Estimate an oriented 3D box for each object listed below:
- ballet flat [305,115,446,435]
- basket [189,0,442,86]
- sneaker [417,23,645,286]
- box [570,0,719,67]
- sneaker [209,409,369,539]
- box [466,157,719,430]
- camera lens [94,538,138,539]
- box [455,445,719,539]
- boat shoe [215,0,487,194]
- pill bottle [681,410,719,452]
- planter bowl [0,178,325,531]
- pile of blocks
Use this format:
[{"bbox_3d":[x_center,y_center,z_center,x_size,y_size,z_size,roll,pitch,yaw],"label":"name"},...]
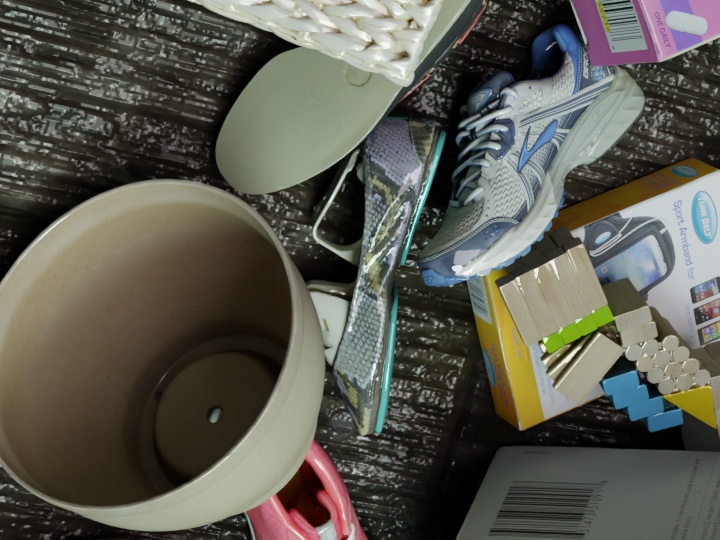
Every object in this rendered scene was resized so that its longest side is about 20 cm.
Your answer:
[{"bbox_3d":[0.000,0.000,1.700,0.072,0.072,0.200,5,104,-27],"label":"ballet flat"},{"bbox_3d":[-0.034,-0.215,1.501,0.200,0.198,0.161,22,100,-6],"label":"basket"},{"bbox_3d":[0.085,-0.072,1.695,0.085,0.077,0.200,50,58,-19],"label":"sneaker"},{"bbox_3d":[0.212,-0.238,1.674,0.200,0.097,0.176,-23,100,-18],"label":"box"},{"bbox_3d":[-0.034,0.161,1.715,0.074,0.087,0.200,-35,118,-11],"label":"sneaker"},{"bbox_3d":[0.168,0.010,1.792,0.200,0.041,0.119,-22,115,-21],"label":"box"},{"bbox_3d":[-0.128,0.258,1.635,0.160,0.200,0.160,-8,110,-24],"label":"camera lens"},{"bbox_3d":[0.164,0.207,1.719,0.200,0.199,0.131,1,111,14],"label":"box"},{"bbox_3d":[-0.001,-0.118,1.647,0.201,0.063,0.074,-45,80,9],"label":"boat shoe"},{"bbox_3d":[0.319,0.091,1.847,0.200,0.112,0.112,-15,113,-21],"label":"pill bottle"},{"bbox_3d":[-0.103,0.065,1.606,0.200,0.200,0.135,-49,147,-4],"label":"planter bowl"},{"bbox_3d":[0.159,0.045,1.746,0.200,0.062,0.082,37,101,-23],"label":"pile of blocks"}]
